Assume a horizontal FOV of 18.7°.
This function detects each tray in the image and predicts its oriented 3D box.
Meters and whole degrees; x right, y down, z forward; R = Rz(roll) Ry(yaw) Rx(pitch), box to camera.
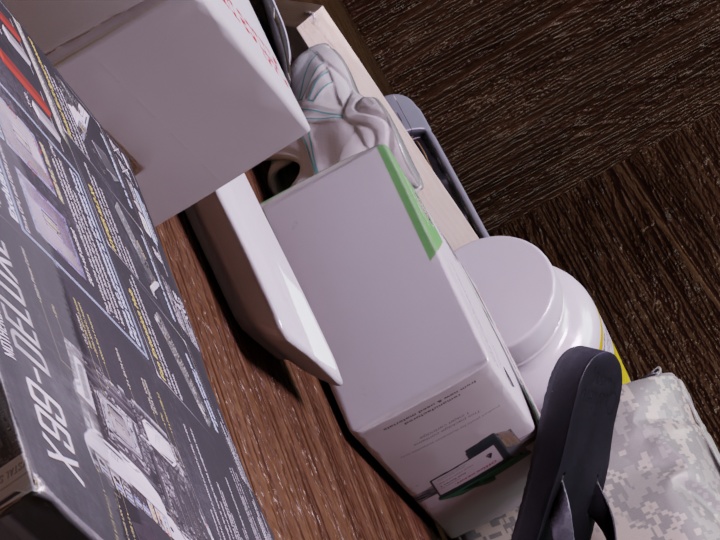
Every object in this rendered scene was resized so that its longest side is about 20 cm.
[{"bbox_3d":[-0.069,-0.040,0.993,0.201,0.022,0.107,64,5,19],"label":"tray"}]

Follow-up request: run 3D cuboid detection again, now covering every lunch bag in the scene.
[{"bbox_3d":[0.159,0.174,1.307,0.201,0.167,0.139,65,6,29],"label":"lunch bag"}]

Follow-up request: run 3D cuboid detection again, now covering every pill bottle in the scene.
[{"bbox_3d":[0.110,0.066,1.412,0.200,0.112,0.113,58,6,-51],"label":"pill bottle"}]

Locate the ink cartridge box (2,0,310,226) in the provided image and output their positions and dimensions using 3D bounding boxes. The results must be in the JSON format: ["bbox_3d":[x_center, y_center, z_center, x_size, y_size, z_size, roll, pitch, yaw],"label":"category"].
[{"bbox_3d":[-0.106,-0.129,0.744,0.201,0.083,0.147,65,6,20],"label":"ink cartridge box"}]

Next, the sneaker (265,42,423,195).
[{"bbox_3d":[-0.027,-0.081,1.311,0.071,0.080,0.200,61,-2,-23],"label":"sneaker"}]

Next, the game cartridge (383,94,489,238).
[{"bbox_3d":[0.047,-0.012,1.582,0.134,0.041,0.201,101,-30,-50],"label":"game cartridge"}]

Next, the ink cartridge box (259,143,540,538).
[{"bbox_3d":[0.032,0.044,1.197,0.147,0.084,0.200,65,6,27],"label":"ink cartridge box"}]

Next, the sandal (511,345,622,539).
[{"bbox_3d":[0.114,0.143,1.180,0.076,0.043,0.201,-4,105,-58],"label":"sandal"}]

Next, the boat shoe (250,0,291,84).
[{"bbox_3d":[-0.092,-0.175,1.274,0.066,0.070,0.201,-113,-179,-57],"label":"boat shoe"}]

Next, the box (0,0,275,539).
[{"bbox_3d":[-0.076,0.014,0.471,0.158,0.050,0.201,54,9,-54],"label":"box"}]

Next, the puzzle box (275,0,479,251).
[{"bbox_3d":[-0.006,-0.097,1.470,0.200,0.025,0.133,55,-13,-23],"label":"puzzle box"}]
